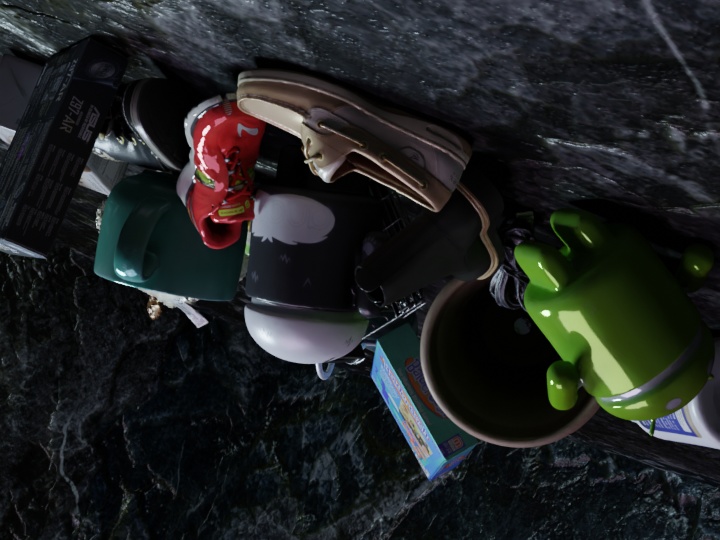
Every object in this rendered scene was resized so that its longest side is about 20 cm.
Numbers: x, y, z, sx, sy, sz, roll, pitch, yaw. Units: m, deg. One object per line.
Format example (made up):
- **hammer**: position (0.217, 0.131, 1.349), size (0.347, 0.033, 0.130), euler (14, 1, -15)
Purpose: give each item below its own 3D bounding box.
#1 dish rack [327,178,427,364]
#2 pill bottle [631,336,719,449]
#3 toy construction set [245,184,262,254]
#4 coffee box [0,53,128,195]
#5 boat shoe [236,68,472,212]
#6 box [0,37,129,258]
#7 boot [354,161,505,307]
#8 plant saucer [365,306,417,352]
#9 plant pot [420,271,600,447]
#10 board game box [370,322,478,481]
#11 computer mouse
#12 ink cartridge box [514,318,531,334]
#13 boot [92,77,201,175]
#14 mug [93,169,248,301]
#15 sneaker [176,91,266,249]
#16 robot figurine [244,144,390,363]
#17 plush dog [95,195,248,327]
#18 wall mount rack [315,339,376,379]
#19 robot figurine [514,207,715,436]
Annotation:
- **dish rack**: position (0.000, 0.000, 1.169), size (0.054, 0.154, 0.200), euler (-11, 163, -41)
- **pill bottle**: position (0.365, 0.133, 1.275), size (0.119, 0.120, 0.200), euler (24, 171, -15)
- **toy construction set**: position (-0.150, -0.076, 1.319), size (0.199, 0.092, 0.131), euler (28, -164, 6)
- **coffee box**: position (-0.333, -0.158, 1.289), size (0.112, 0.080, 0.200), euler (20, 171, 3)
- **boat shoe**: position (-0.014, -0.103, 0.915), size (0.199, 0.070, 0.074), euler (20, 171, 9)
- **box**: position (-0.299, -0.113, 1.092), size (0.043, 0.201, 0.160), euler (25, 169, -28)
- **boot**: position (0.054, -0.008, 1.013), size (0.077, 0.138, 0.200), euler (44, 170, 22)
- **plant saucer**: position (0.001, 0.024, 1.457), size (0.200, 0.027, 0.201), euler (34, -154, -19)
- **plant pot**: position (0.172, 0.075, 1.236), size (0.199, 0.201, 0.175), euler (20, -172, 7)
- **board game box**: position (0.069, 0.156, 1.320), size (0.153, 0.045, 0.200), euler (60, 171, 13)
- **computer mouse**: position (0.223, 0.009, 1.075), size (0.199, 0.053, 0.139), euler (20, 149, 16)
- **ink cartridge box**: position (0.175, 0.107, 1.372), size (0.104, 0.199, 0.059), euler (59, 151, 16)
- **boot**: position (-0.221, -0.141, 1.131), size (0.153, 0.074, 0.203), euler (12, 172, 21)
- **mug**: position (-0.188, -0.039, 1.182), size (0.151, 0.115, 0.185), euler (10, -176, -23)
- **sneaker**: position (-0.116, -0.087, 1.037), size (0.077, 0.085, 0.200), euler (-14, 156, -19)
- **robot figurine**: position (-0.042, -0.014, 1.075), size (0.124, 0.201, 0.150), euler (6, -175, -6)
- **plush dog**: position (-0.219, -0.041, 1.456), size (0.199, 0.172, 0.161), euler (23, 140, 5)
- **wall mount rack**: position (0.003, 0.029, 1.335), size (0.074, 0.201, 0.174), euler (5, 179, 17)
- **robot figurine**: position (0.217, 0.041, 0.967), size (0.200, 0.175, 0.116), euler (51, 173, -13)
